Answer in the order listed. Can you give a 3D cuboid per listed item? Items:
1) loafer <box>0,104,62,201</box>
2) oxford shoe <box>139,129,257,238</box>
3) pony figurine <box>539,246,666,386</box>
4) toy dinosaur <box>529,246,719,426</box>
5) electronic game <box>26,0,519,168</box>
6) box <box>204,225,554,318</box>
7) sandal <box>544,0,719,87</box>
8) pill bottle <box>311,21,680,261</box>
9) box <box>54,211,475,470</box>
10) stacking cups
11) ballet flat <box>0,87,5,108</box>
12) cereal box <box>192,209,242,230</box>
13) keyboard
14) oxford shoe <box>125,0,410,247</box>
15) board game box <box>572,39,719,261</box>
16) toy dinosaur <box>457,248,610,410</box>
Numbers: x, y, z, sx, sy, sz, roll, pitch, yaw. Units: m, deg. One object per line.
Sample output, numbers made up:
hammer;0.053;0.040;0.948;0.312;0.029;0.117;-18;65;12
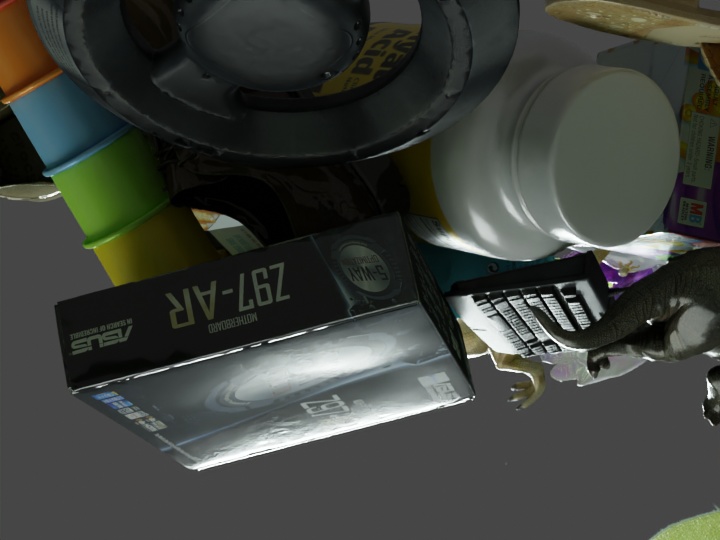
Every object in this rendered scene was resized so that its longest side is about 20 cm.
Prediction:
loafer;-0.144;-0.084;0.986;0.200;0.076;0.067;-27;-179;32
oxford shoe;-0.103;-0.068;0.907;0.200;0.074;0.071;44;180;5
pony figurine;0.196;-0.015;1.244;0.193;0.167;0.200;-6;151;43
toy dinosaur;0.172;0.020;0.850;0.200;0.077;0.102;22;136;-23
electronic game;-0.036;-0.105;0.715;0.200;0.042;0.200;3;148;2
box;0.000;0.000;0.966;0.200;0.049;0.082;-9;-162;-16
sandal;0.179;-0.082;0.789;0.211;0.070;0.078;10;175;-13
pill bottle;0.058;-0.064;0.873;0.111;0.112;0.200;13;-179;-38
box;-0.037;0.040;0.849;0.160;0.044;0.200;-14;162;6
stacking cups;-0.135;-0.077;0.845;0.060;0.200;0.061;-26;-167;6
ballet flat;-0.224;-0.126;1.030;0.067;0.071;0.200;10;176;15
cereal box;-0.086;-0.040;1.083;0.200;0.040;0.144;45;137;-14
keyboard;0.120;0.020;0.935;0.127;0.021;0.200;-13;167;10
oxford shoe;-0.071;-0.077;0.828;0.200;0.084;0.073;46;156;2
board game box;0.225;-0.049;0.903;0.200;0.105;0.103;10;174;-19
toy dinosaur;0.087;0.033;1.074;0.200;0.058;0.101;-21;140;16
